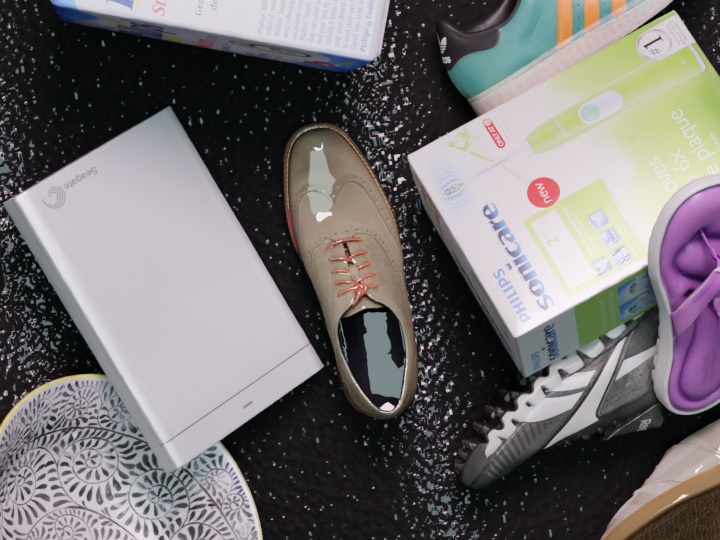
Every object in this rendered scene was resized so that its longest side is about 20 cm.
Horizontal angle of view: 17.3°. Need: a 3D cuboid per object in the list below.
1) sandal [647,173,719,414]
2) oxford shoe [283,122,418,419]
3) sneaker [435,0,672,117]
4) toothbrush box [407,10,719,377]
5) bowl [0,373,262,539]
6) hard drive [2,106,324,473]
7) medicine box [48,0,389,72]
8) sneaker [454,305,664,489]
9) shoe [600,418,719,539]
[{"bbox_3d":[0.224,0.021,1.463,0.082,0.050,0.203,-23,138,-14],"label":"sandal"},{"bbox_3d":[0.000,0.000,1.532,0.070,0.075,0.200,-19,94,-3],"label":"oxford shoe"},{"bbox_3d":[0.140,-0.183,1.537,0.200,0.071,0.080,-35,100,-1],"label":"sneaker"},{"bbox_3d":[0.153,-0.049,1.513,0.200,0.086,0.146,-28,68,-2],"label":"toothbrush box"},{"bbox_3d":[-0.169,0.176,1.502,0.200,0.094,0.201,21,51,-28],"label":"bowl"},{"bbox_3d":[-0.124,0.011,1.519,0.132,0.027,0.200,-34,96,-32],"label":"hard drive"},{"bbox_3d":[-0.086,-0.191,1.460,0.199,0.182,0.103,9,92,-5],"label":"medicine box"},{"bbox_3d":[0.153,0.085,1.555,0.200,0.066,0.091,-44,93,-4],"label":"sneaker"},{"bbox_3d":[0.243,0.138,1.579,0.200,0.053,0.070,-32,128,1],"label":"shoe"}]
